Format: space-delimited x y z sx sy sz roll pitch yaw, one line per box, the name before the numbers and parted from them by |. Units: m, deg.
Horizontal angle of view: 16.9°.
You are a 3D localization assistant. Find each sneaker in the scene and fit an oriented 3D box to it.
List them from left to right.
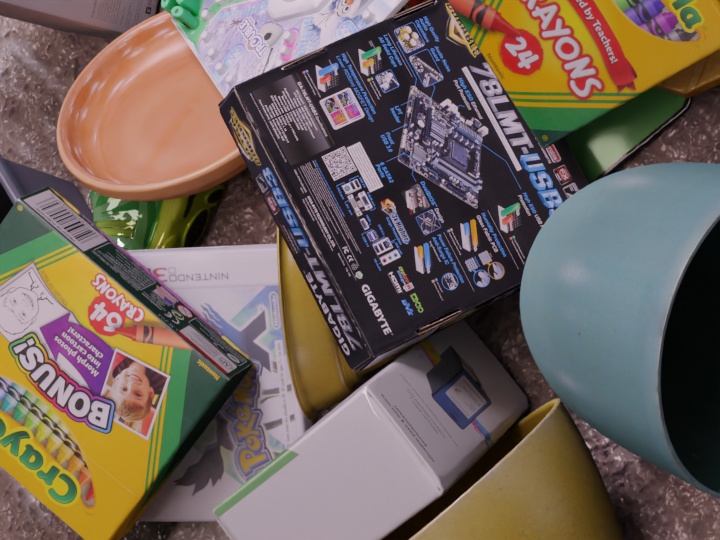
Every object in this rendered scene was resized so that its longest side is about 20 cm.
sneaker | -0.169 -0.028 1.837 0.083 0.074 0.201 29 91 32

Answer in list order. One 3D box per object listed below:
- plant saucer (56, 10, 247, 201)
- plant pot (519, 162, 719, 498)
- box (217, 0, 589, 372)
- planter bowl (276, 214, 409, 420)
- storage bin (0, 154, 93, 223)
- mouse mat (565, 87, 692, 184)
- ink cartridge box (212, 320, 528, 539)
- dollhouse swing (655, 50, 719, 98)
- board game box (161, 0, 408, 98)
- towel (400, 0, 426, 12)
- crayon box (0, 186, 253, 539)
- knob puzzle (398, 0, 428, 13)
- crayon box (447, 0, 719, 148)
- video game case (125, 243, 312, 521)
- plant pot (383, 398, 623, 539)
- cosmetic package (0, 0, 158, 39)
plant saucer | -0.127 -0.121 1.788 0.199 0.038 0.201 -14 44 14
plant pot | 0.196 0.024 1.501 0.161 0.200 0.202 18 94 49
box | 0.038 -0.065 1.591 0.201 0.198 0.050 62 156 5
planter bowl | 0.000 0.000 1.664 0.083 0.200 0.202 -3 81 9
storage bin | -0.288 0.008 1.875 0.200 0.134 0.146 -47 60 22
mouse mat | 0.107 -0.116 1.651 0.200 0.008 0.161 -39 81 16
ink cartridge box | 0.011 0.123 1.599 0.145 0.200 0.088 -40 86 24
dollhouse swing | 0.177 -0.239 1.541 0.199 0.182 0.177 22 76 20
board game box | -0.044 -0.212 1.737 0.200 0.026 0.200 -46 41 10
towel | 0.073 -0.154 1.712 0.199 0.023 0.145 22 95 34
crayon box | -0.206 0.071 1.744 0.200 0.058 0.173 40 110 7
knob puzzle | 0.041 -0.173 1.705 0.219 0.030 0.221 -6 78 31
crayon box | 0.162 -0.177 1.530 0.200 0.051 0.127 -30 97 38
video game case | -0.123 0.084 1.762 0.181 0.022 0.201 -2 99 23
plant pot | 0.096 0.200 1.562 0.200 0.200 0.142 -40 89 24
cosmetic package | -0.253 -0.232 1.843 0.107 0.200 0.085 12 91 35
